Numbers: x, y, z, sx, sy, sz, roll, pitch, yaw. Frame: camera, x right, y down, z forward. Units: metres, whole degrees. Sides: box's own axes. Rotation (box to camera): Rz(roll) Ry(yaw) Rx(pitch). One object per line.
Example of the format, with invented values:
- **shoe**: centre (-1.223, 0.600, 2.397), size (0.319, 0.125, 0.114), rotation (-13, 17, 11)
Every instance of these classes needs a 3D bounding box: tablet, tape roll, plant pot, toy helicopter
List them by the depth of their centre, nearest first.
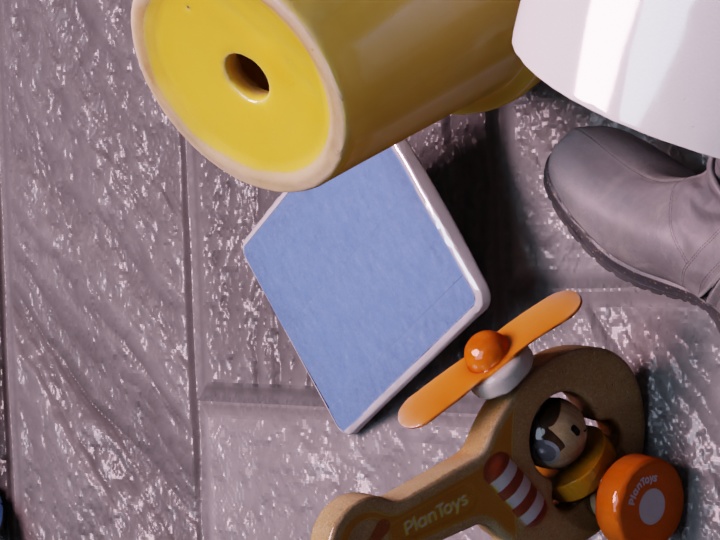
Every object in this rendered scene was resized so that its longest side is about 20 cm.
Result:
- **tape roll**: centre (0.168, -0.105, 1.127), size (0.202, 0.202, 0.071), rotation (36, 119, 45)
- **toy helicopter**: centre (0.058, 0.091, 1.283), size (0.079, 0.200, 0.133), rotation (13, 120, 52)
- **plant pot**: centre (-0.005, -0.140, 1.298), size (0.200, 0.189, 0.201), rotation (26, 140, 24)
- **tablet**: centre (0.000, 0.000, 1.457), size (0.130, 0.014, 0.200), rotation (61, 148, 11)

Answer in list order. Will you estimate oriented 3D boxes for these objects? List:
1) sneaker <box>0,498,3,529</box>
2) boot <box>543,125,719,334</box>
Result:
- **sneaker**: centre (-0.301, 0.184, 1.872), size (0.199, 0.071, 0.083), rotation (2, 100, 57)
- **boot**: centre (0.162, -0.039, 1.211), size (0.200, 0.070, 0.132), rotation (39, 151, 32)
